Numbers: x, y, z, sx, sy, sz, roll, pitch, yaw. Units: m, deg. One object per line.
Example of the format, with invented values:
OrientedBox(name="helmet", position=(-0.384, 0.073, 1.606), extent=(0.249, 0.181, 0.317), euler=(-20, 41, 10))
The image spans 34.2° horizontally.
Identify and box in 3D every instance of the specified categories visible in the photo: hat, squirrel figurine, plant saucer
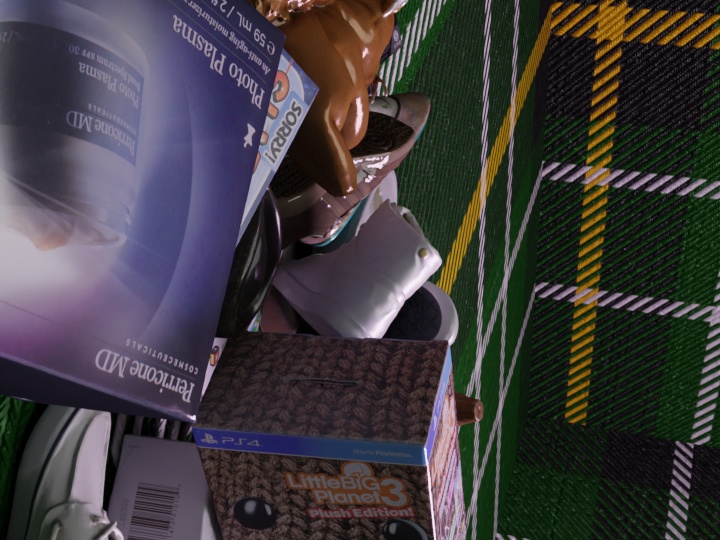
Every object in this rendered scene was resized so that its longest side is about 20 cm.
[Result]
OrientedBox(name="hat", position=(-0.097, -0.016, 0.771), extent=(0.200, 0.080, 0.203), euler=(9, 90, -72))
OrientedBox(name="squirrel figurine", position=(-0.039, -0.183, 0.866), extent=(0.187, 0.141, 0.201), euler=(-48, 134, -40))
OrientedBox(name="plant saucer", position=(-0.013, -0.007, 1.126), extent=(0.200, 0.050, 0.202), euler=(14, 90, -79))
OrientedBox(name="plant saucer", position=(-0.054, -0.024, 1.141), extent=(0.200, 0.032, 0.202), euler=(9, 90, -76))

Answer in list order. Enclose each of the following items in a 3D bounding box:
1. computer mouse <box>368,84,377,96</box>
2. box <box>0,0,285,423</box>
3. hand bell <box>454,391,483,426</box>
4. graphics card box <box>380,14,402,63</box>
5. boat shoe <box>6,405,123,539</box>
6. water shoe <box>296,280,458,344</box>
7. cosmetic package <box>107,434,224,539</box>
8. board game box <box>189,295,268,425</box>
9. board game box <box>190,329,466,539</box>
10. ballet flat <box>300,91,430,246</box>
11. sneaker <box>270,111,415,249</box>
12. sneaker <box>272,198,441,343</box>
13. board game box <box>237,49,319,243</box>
OrientedBox(name="computer mouse", position=(-0.032, -0.141, 1.109), extent=(0.200, 0.046, 0.142), euler=(-50, 141, -57))
OrientedBox(name="box", position=(-0.147, -0.055, 0.501), extent=(0.200, 0.122, 0.200), euler=(32, 67, -55))
OrientedBox(name="hand bell", position=(0.004, 0.105, 0.914), extent=(0.104, 0.199, 0.105), euler=(9, 79, -58))
OrientedBox(name="graphics card box", position=(-0.020, -0.275, 1.013), extent=(0.126, 0.050, 0.202), euler=(-55, 133, -62))
OrientedBox(name="boat shoe", position=(-0.177, 0.170, 0.707), extent=(0.072, 0.065, 0.202), euler=(64, 37, -65))
OrientedBox(name="water shoe", position=(0.026, 0.051, 0.969), extent=(0.078, 0.199, 0.072), euler=(20, 72, -34))
OrientedBox(name="cosmetic package", position=(-0.121, 0.199, 0.903), extent=(0.200, 0.080, 0.114), euler=(48, 49, -69))
OrientedBox(name="board game box", position=(-0.110, 0.011, 0.936), extent=(0.127, 0.034, 0.201), euler=(72, 30, -58))
OrientedBox(name="board game box", position=(-0.014, 0.151, 0.830), extent=(0.097, 0.158, 0.201), euler=(-71, 159, -49))
OrientedBox(name="ballet flat", position=(-0.002, -0.111, 1.042), extent=(0.201, 0.068, 0.067), euler=(-56, 131, -30))
OrientedBox(name="sneaker", position=(-0.031, -0.071, 0.962), extent=(0.199, 0.070, 0.076), euler=(-31, 146, -44))
OrientedBox(name="sneaker", position=(0.000, 0.000, 0.914), extent=(0.116, 0.074, 0.200), euler=(-48, -160, -8))
OrientedBox(name="board game box", position=(-0.114, -0.071, 0.676), extent=(0.135, 0.034, 0.201), euler=(44, 60, -37))
